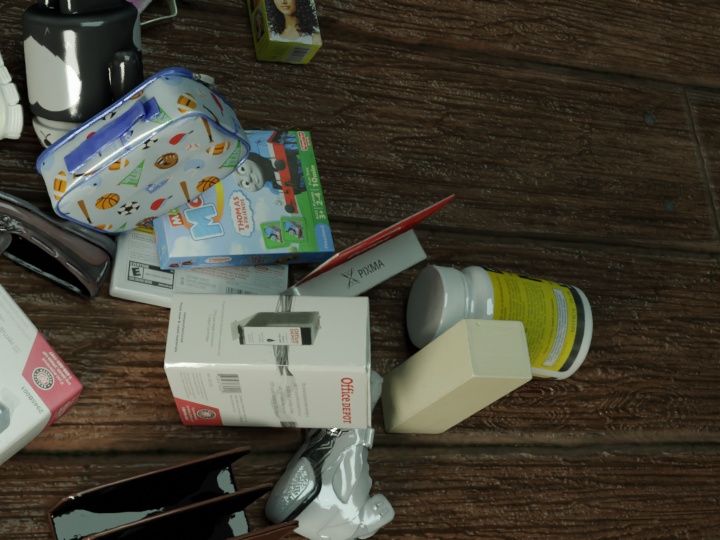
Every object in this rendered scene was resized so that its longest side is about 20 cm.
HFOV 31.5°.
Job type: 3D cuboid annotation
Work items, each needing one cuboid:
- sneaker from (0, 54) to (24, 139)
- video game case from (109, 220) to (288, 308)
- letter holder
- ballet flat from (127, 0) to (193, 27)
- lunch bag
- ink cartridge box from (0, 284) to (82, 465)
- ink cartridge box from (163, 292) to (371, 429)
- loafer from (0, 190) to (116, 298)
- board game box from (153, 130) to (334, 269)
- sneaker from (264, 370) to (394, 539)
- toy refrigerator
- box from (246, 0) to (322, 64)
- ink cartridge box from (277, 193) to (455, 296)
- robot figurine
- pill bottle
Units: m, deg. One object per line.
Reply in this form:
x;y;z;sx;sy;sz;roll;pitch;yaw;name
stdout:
-0.423;-0.223;1.326;0.089;0.078;0.202;-19;76;-26;sneaker
-0.172;-0.040;1.410;0.197;0.023;0.185;12;63;-22;video game case
-0.176;0.235;1.209;0.197;0.142;0.102;-11;73;-31;letter holder
-0.230;-0.334;1.493;0.200;0.069;0.072;-46;111;-31;ballet flat
-0.214;-0.119;1.272;0.076;0.198;0.160;63;14;22;lunch bag
-0.382;0.123;1.185;0.146;0.085;0.200;49;57;0;ink cartridge box
-0.086;0.092;1.276;0.196;0.147;0.084;1;60;1;ink cartridge box
-0.344;-0.031;1.286;0.198;0.072;0.064;21;63;-22;loafer
-0.136;-0.081;1.412;0.197;0.037;0.154;-3;70;-28;board game box
-0.008;0.210;1.355;0.115;0.075;0.201;39;61;-8;sneaker
0.098;0.114;1.377;0.075;0.200;0.071;3;65;-25;toy refrigerator
-0.103;-0.356;1.574;0.074;0.050;0.203;-1;68;-28;box
0.000;0.000;1.374;0.199;0.176;0.045;-28;87;-42;ink cartridge box
-0.288;-0.212;1.328;0.122;0.203;0.151;-2;23;-6;robot figurine
0.161;0.058;1.488;0.197;0.114;0.116;11;63;-24;pill bottle
